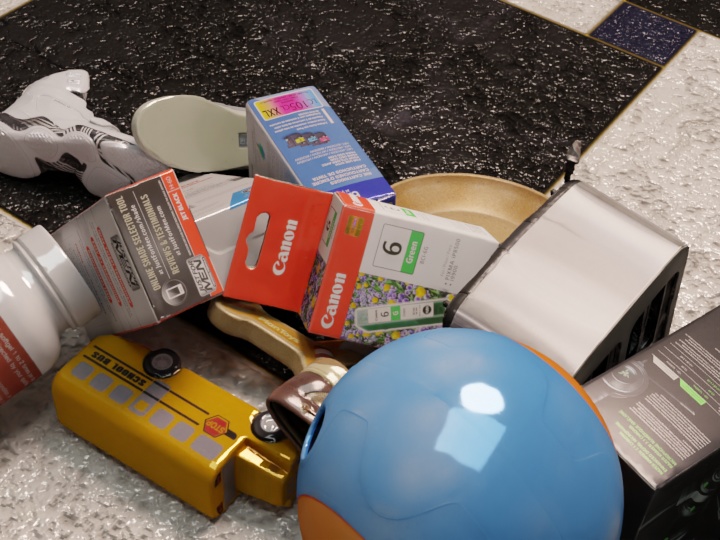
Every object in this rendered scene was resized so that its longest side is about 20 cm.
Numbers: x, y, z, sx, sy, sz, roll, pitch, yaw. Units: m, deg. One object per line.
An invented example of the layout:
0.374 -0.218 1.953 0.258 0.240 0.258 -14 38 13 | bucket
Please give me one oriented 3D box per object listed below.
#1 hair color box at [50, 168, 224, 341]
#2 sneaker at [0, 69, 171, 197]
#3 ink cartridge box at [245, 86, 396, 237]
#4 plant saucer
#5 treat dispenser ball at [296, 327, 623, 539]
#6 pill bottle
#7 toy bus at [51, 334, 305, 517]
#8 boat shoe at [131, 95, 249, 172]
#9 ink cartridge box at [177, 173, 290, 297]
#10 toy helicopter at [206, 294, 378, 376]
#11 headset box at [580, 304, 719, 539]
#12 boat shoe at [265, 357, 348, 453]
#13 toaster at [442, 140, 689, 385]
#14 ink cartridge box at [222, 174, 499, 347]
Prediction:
-0.184 -0.006 0.933 0.061 0.200 0.102 -25 95 -27 | hair color box
-0.268 -0.140 1.161 0.198 0.076 0.115 10 46 11 | sneaker
-0.031 -0.049 1.046 0.076 0.137 0.201 -17 48 -18 | ink cartridge box
0.106 -0.030 1.091 0.198 0.036 0.201 4 32 -3 | plant saucer
0.060 0.137 0.718 0.199 0.202 0.202 3 44 -2 | treat dispenser ball
-0.304 0.056 0.898 0.199 0.113 0.112 -37 56 -16 | pill bottle
-0.138 0.123 0.909 0.199 0.065 0.078 27 48 21 | toy bus
-0.140 -0.127 1.141 0.199 0.071 0.071 1 2 -39 | boat shoe
-0.146 -0.034 1.035 0.115 0.068 0.199 -24 19 -27 | ink cartridge box
-0.034 0.070 0.962 0.199 0.079 0.132 31 26 10 | toy helicopter
0.219 0.140 0.848 0.199 0.175 0.093 -26 52 -26 | headset box
0.003 0.160 0.842 0.072 0.072 0.201 -27 80 -44 | boat shoe
0.154 0.044 0.912 0.118 0.201 0.181 31 59 26 | toaster
0.000 0.000 0.940 0.198 0.110 0.050 13 14 -16 | ink cartridge box
